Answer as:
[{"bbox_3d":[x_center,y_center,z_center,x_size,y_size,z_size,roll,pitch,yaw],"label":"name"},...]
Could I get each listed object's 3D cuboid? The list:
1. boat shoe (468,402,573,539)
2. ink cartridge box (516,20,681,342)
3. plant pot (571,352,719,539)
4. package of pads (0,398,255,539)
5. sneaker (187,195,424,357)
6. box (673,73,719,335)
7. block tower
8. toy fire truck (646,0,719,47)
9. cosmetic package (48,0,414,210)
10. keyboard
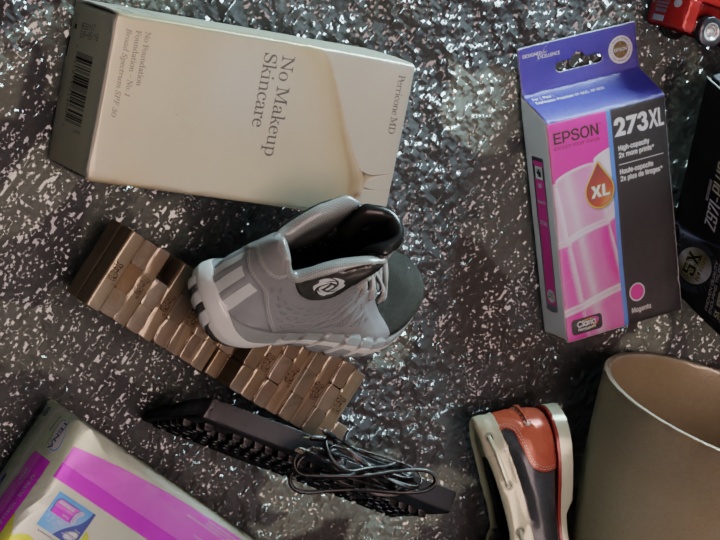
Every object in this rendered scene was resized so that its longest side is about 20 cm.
[{"bbox_3d":[0.108,0.187,1.627,0.063,0.071,0.200,-8,104,-19],"label":"boat shoe"},{"bbox_3d":[0.160,-0.058,1.615,0.095,0.037,0.200,-15,107,-24],"label":"ink cartridge box"},{"bbox_3d":[0.217,0.185,1.634,0.187,0.187,0.200,12,107,-29],"label":"plant pot"},{"bbox_3d":[-0.155,0.197,1.493,0.200,0.068,0.155,38,84,-29],"label":"package of pads"},{"bbox_3d":[0.000,0.000,1.466,0.200,0.115,0.075,-6,68,-51],"label":"sneaker"},{"bbox_3d":[0.322,-0.054,1.641,0.200,0.086,0.164,-10,128,-25],"label":"box"},{"bbox_3d":[-0.087,0.039,1.497,0.200,0.054,0.058,35,86,-30],"label":"block tower"},{"bbox_3d":[0.298,-0.203,1.641,0.200,0.049,0.141,15,95,-29],"label":"toy fire truck"},{"bbox_3d":[-0.077,-0.096,1.459,0.200,0.073,0.104,6,99,-28],"label":"cosmetic package"},{"bbox_3d":[-0.035,0.129,1.517,0.200,0.104,0.040,22,67,-29],"label":"keyboard"}]
